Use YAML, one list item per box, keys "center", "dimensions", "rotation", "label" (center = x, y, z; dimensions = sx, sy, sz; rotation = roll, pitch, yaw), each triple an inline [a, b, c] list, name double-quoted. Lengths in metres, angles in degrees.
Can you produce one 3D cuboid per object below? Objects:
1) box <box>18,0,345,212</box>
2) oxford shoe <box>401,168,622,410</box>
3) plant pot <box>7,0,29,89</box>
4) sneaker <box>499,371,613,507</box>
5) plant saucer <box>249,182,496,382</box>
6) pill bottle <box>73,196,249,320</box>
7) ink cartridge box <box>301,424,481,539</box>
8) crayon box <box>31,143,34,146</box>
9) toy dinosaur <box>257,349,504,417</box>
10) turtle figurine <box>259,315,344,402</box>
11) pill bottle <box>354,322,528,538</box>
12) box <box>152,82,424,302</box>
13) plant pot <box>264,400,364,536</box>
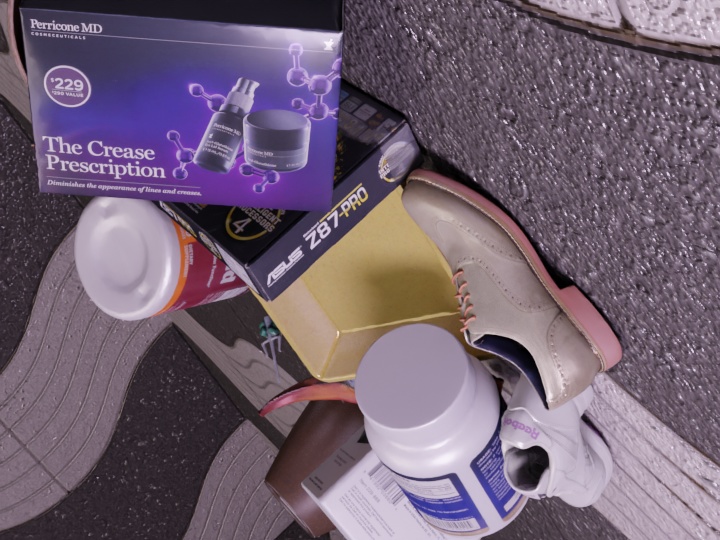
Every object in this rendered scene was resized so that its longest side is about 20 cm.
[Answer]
- center: [-0.112, -0.121, 0.823]
  dimensions: [0.079, 0.198, 0.142]
  rotation: [-89, 3, -53]
  label: "box"
- center: [0.091, 0.010, 0.884]
  dimensions: [0.200, 0.074, 0.071]
  rotation: [45, 167, 16]
  label: "oxford shoe"
- center: [-0.175, -0.212, 0.963]
  dimensions: [0.188, 0.186, 0.200]
  rotation: [55, -179, -28]
  label: "plant pot"
- center: [0.150, 0.150, 1.022]
  dimensions: [0.074, 0.100, 0.201]
  rotation: [19, 153, 32]
  label: "sneaker"
- center: [0.000, 0.000, 1.059]
  dimensions: [0.199, 0.049, 0.201]
  rotation: [-11, 125, 35]
  label: "plant saucer"
- center: [-0.150, -0.026, 1.131]
  dimensions: [0.114, 0.115, 0.199]
  rotation: [44, -152, 19]
  label: "pill bottle"
- center: [0.066, 0.203, 1.242]
  dimensions: [0.146, 0.200, 0.084]
  rotation: [51, 169, -12]
  label: "ink cartridge box"
- center: [-0.215, -0.113, 1.255]
  dimensions: [0.199, 0.127, 0.051]
  rotation: [2, 101, 35]
  label: "crayon box"
- center: [0.035, 0.102, 1.177]
  dimensions: [0.181, 0.201, 0.105]
  rotation: [35, -170, 23]
  label: "toy dinosaur"
- center: [-0.062, 0.050, 1.449]
  dimensions: [0.149, 0.100, 0.201]
  rotation: [-5, 111, 56]
  label: "turtle figurine"
- center: [0.070, 0.134, 1.041]
  dimensions: [0.116, 0.116, 0.200]
  rotation: [39, 167, 37]
  label: "pill bottle"
- center: [-0.072, -0.084, 0.959]
  dimensions: [0.200, 0.161, 0.049]
  rotation: [38, 163, 43]
  label: "box"
- center: [-0.016, 0.228, 1.557]
  dimensions: [0.187, 0.200, 0.187]
  rotation: [44, 166, 14]
  label: "plant pot"
